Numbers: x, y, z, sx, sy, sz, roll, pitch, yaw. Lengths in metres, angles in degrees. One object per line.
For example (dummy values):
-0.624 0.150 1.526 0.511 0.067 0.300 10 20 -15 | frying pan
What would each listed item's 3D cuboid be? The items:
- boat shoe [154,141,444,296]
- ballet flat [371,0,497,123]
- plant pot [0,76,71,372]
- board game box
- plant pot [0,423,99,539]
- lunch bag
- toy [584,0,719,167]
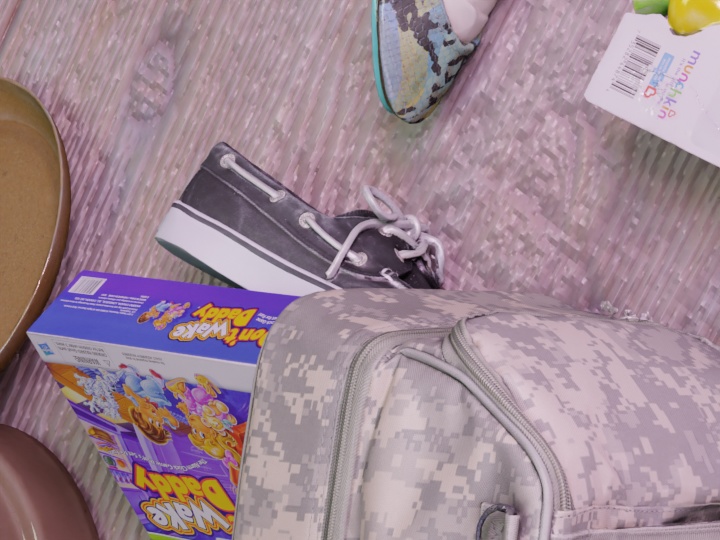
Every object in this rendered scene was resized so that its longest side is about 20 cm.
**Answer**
0.001 0.001 1.256 0.199 0.074 0.068 28 85 34 | boat shoe
0.043 -0.165 1.238 0.074 0.074 0.201 0 90 42 | ballet flat
-0.216 -0.004 1.448 0.200 0.027 0.201 -21 55 34 | plant pot
-0.040 0.072 1.248 0.200 0.045 0.135 6 135 42 | board game box
-0.252 0.174 1.398 0.200 0.174 0.201 -4 85 42 | plant pot
0.075 0.086 1.098 0.168 0.200 0.140 18 101 45 | lunch bag
0.197 -0.075 1.095 0.200 0.047 0.115 30 93 29 | toy
